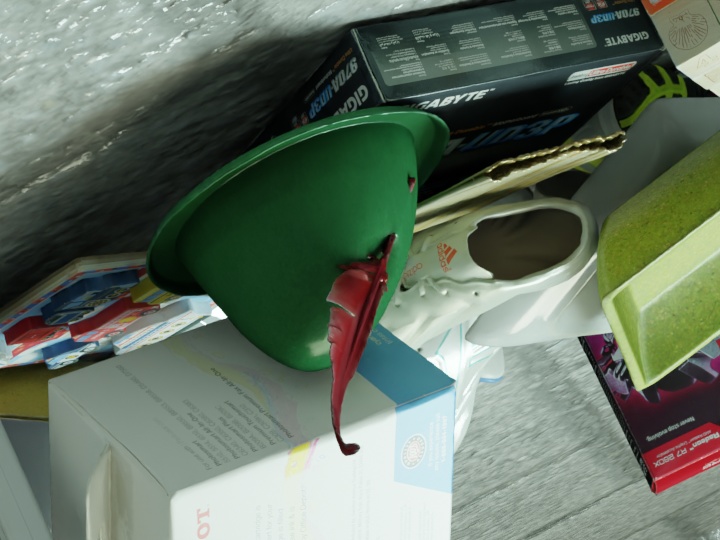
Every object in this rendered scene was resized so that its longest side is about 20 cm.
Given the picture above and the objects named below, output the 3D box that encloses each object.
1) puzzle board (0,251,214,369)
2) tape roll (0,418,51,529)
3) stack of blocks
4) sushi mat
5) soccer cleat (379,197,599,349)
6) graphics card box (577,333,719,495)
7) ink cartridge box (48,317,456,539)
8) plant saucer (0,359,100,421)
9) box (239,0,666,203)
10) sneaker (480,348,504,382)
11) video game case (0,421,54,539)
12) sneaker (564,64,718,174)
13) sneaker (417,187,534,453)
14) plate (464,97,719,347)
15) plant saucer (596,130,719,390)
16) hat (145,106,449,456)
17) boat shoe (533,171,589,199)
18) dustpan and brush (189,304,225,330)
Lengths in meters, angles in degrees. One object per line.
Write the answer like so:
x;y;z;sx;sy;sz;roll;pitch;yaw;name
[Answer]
-0.136;0.024;1.545;0.150;0.018;0.200;-6;166;-36;puzzle board
-0.203;0.146;1.682;0.199;0.067;0.200;2;161;1;tape roll
0.185;-0.145;1.410;0.058;0.116;0.200;-30;163;16;stack of blocks
0.056;-0.039;1.530;0.095;0.012;0.200;-14;175;-31;sushi mat
0.037;0.006;1.540;0.199;0.070;0.078;-23;172;-5;soccer cleat
0.206;0.031;1.854;0.125;0.201;0.051;-24;165;0;graphics card box
-0.067;0.112;1.437;0.199;0.125;0.129;-18;126;-30;ink cartridge box
-0.137;0.098;1.707;0.199;0.049;0.200;4;161;-2;plant saucer
0.044;-0.085;1.508;0.199;0.046;0.159;-13;161;-36;box
0.022;0.078;1.938;0.074;0.083;0.200;-10;160;-48;sneaker
-0.205;0.120;1.491;0.024;0.201;0.182;-21;164;-20;video game case
0.178;-0.087;1.703;0.076;0.076;0.200;-15;167;31;sneaker
0.052;0.033;1.737;0.080;0.070;0.201;12;104;-49;sneaker
0.179;-0.023;1.661;0.199;0.032;0.200;-6;141;-51;plate
0.212;-0.032;1.583;0.200;0.048;0.200;-37;160;-1;plant saucer
-0.004;0.035;1.393;0.199;0.177;0.166;-12;154;-39;hat
0.153;-0.013;1.744;0.074;0.093;0.200;12;-169;21;boat shoe
0.000;0.000;1.663;0.200;0.057;0.139;-52;135;3;dustpan and brush
